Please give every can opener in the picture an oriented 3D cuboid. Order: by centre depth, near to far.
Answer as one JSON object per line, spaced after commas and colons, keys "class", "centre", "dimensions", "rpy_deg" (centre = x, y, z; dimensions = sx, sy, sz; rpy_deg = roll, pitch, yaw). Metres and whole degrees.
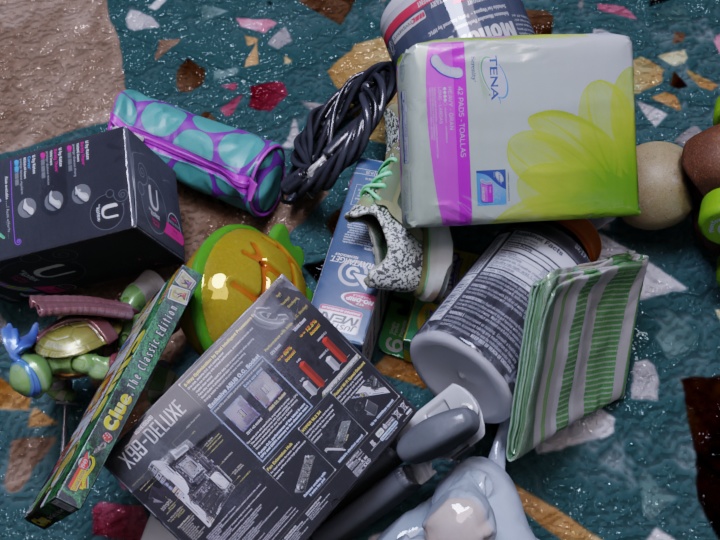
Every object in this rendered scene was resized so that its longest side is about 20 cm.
{"class": "can opener", "centre": [0.021, 0.165, 0.712], "dimensions": [0.200, 0.066, 0.053], "rpy_deg": [-44, 55, 23]}

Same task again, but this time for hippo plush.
{"class": "hippo plush", "centre": [0.104, 0.249, 0.690], "dimensions": [0.161, 0.159, 0.200], "rpy_deg": [46, 26, 6]}

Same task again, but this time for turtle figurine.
{"class": "turtle figurine", "centre": [-0.222, 0.095, 0.795], "dimensions": [0.200, 0.144, 0.194], "rpy_deg": [50, 46, -4]}

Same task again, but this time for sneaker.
{"class": "sneaker", "centre": [0.029, -0.067, 0.777], "dimensions": [0.088, 0.077, 0.202], "rpy_deg": [0, 66, -17]}

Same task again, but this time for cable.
{"class": "cable", "centre": [-0.018, -0.163, 0.914], "dimensions": [0.051, 0.163, 0.201], "rpy_deg": [37, 53, -15]}

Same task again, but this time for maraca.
{"class": "maraca", "centre": [-0.096, 0.023, 0.789], "dimensions": [0.106, 0.200, 0.139], "rpy_deg": [-6, 99, 25]}

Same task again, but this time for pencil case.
{"class": "pencil case", "centre": [-0.180, -0.127, 0.928], "dimensions": [0.198, 0.086, 0.092], "rpy_deg": [21, 18, 14]}

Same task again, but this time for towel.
{"class": "towel", "centre": [0.190, 0.065, 0.726], "dimensions": [0.023, 0.154, 0.199], "rpy_deg": [17, 18, 36]}

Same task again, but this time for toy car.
{"class": "toy car", "centre": [0.318, -0.074, 0.878], "dimensions": [0.198, 0.158, 0.165], "rpy_deg": [-3, 50, 35]}

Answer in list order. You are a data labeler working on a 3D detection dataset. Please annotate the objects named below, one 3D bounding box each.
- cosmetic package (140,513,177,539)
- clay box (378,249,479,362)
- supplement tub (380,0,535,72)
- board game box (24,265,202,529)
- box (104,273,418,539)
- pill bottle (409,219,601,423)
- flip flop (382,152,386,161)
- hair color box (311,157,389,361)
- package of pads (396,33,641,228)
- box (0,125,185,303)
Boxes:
{"class": "cosmetic package", "centre": [-0.134, 0.251, 0.715], "dimensions": [0.101, 0.074, 0.202], "rpy_deg": [14, 63, 10]}
{"class": "clay box", "centre": [0.125, 0.047, 0.838], "dimensions": [0.198, 0.048, 0.116], "rpy_deg": [14, 60, 9]}
{"class": "supplement tub", "centre": [0.113, -0.180, 0.827], "dimensions": [0.139, 0.140, 0.202], "rpy_deg": [-19, 82, -9]}
{"class": "board game box", "centre": [-0.188, 0.095, 0.656], "dimensions": [0.023, 0.105, 0.201], "rpy_deg": [34, 53, -18]}
{"class": "box", "centre": [-0.077, 0.129, 0.671], "dimensions": [0.158, 0.050, 0.200], "rpy_deg": [44, 74, -3]}
{"class": "pill bottle", "centre": [0.139, 0.029, 0.754], "dimensions": [0.106, 0.107, 0.200], "rpy_deg": [32, 58, 19]}
{"class": "flip flop", "centre": [0.123, -0.115, 0.926], "dimensions": [0.198, 0.081, 0.058], "rpy_deg": [3, 73, -2]}
{"class": "hair color box", "centre": [0.000, 0.000, 0.840], "dimensions": [0.060, 0.100, 0.202], "rpy_deg": [12, 60, 8]}
{"class": "package of pads", "centre": [0.131, -0.118, 0.718], "dimensions": [0.198, 0.068, 0.156], "rpy_deg": [-3, 92, -6]}
{"class": "box", "centre": [-0.290, -0.049, 0.840], "dimensions": [0.198, 0.122, 0.107], "rpy_deg": [-13, 73, 9]}
